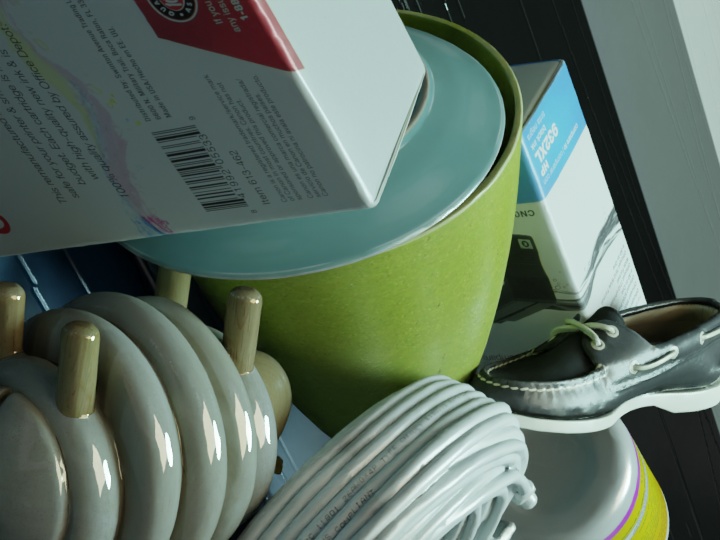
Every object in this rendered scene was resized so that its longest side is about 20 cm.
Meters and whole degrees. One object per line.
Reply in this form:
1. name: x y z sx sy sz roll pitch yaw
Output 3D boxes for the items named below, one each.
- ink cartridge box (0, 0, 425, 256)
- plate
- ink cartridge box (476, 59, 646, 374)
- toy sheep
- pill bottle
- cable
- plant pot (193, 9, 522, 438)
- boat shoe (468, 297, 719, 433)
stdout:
1. ink cartridge box: -0.098 -0.091 0.575 0.146 0.199 0.083 58 39 -38
2. plate: -0.033 -0.071 0.677 0.201 0.199 0.026 -60 150 -41
3. ink cartridge box: 0.078 -0.017 0.902 0.084 0.144 0.201 -58 134 -43
4. toy sheep: -0.106 0.070 0.615 0.199 0.137 0.139 -9 95 -44
5. pill bottle: 0.138 0.150 0.928 0.200 0.104 0.105 49 46 -59
6. cable: 0.002 0.137 0.706 0.200 0.069 0.200 -44 159 -18
7. plant pot: 0.000 0.000 0.769 0.201 0.186 0.188 78 29 -44
8. boat shoe: 0.138 0.050 0.819 0.199 0.074 0.061 -3 107 -36
